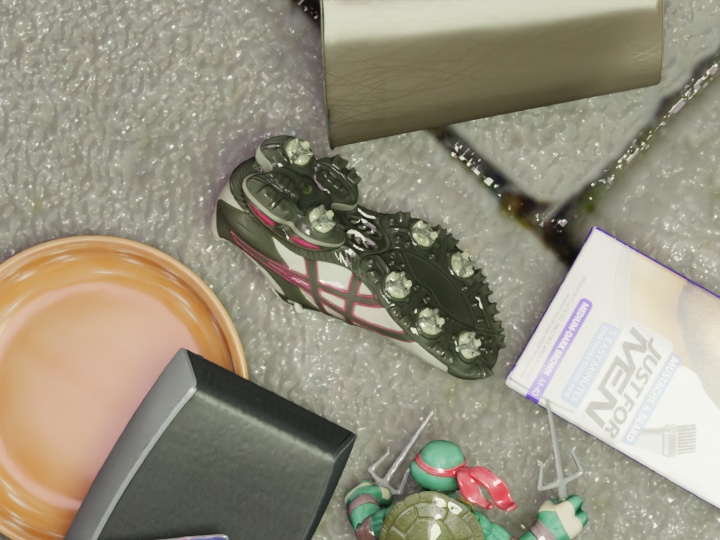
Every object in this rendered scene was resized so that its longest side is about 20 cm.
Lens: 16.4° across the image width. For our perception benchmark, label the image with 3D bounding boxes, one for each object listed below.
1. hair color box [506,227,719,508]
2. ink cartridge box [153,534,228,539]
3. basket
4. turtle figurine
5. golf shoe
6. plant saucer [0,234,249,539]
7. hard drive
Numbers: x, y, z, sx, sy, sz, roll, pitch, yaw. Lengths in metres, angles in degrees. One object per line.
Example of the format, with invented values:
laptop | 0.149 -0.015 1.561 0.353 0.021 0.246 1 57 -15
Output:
hair color box | 0.199 0.071 1.488 0.200 0.065 0.109 29 89 6
ink cartridge box | -0.158 0.258 1.488 0.196 0.043 0.200 -7 118 7
basket | 0.079 -0.166 1.496 0.200 0.136 0.181 -2 89 3
turtle figurine | 0.047 0.165 1.477 0.150 0.101 0.200 15 109 25
golf shoe | 0.000 0.000 1.526 0.200 0.088 0.077 40 50 -9
plant saucer | -0.165 0.079 1.551 0.200 0.037 0.201 -1 86 8
hard drive | -0.101 0.161 1.500 0.135 0.042 0.200 27 102 -11
